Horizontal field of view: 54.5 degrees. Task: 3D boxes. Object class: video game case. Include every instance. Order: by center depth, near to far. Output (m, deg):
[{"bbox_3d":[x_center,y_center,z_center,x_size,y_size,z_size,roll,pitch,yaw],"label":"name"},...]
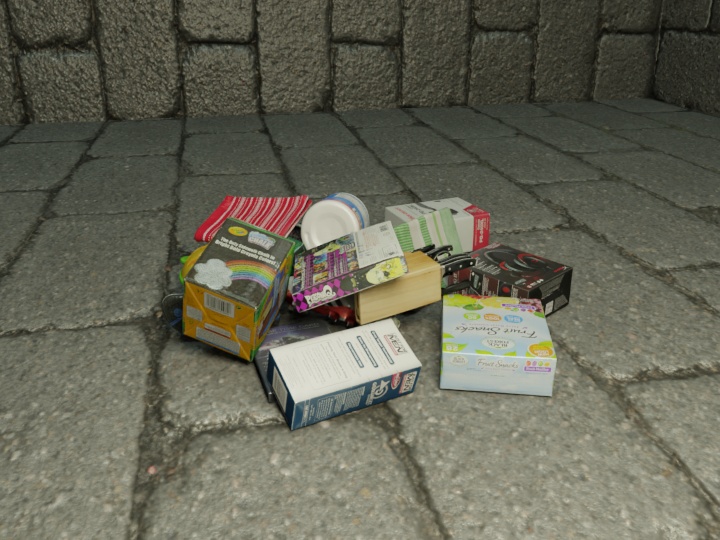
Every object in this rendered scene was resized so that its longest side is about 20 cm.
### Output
[{"bbox_3d":[-0.095,0.134,1.088,0.139,0.020,0.200,-7,23,-17],"label":"video game case"},{"bbox_3d":[-0.020,-0.012,1.112,0.177,0.037,0.201,-20,19,2],"label":"video game case"}]

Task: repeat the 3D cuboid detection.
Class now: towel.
[{"bbox_3d":[0.125,-0.023,1.303,0.197,0.156,0.023,-21,4,-40],"label":"towel"},{"bbox_3d":[-0.204,-0.098,1.319,0.195,0.023,0.146,3,39,26],"label":"towel"}]

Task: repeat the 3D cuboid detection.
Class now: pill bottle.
[{"bbox_3d":[-0.041,-0.086,1.322,0.109,0.116,0.200,3,11,7],"label":"pill bottle"}]

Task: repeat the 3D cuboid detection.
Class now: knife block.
[{"bbox_3d":[0.095,0.019,1.132,0.171,0.066,0.200,4,26,19],"label":"knife block"}]

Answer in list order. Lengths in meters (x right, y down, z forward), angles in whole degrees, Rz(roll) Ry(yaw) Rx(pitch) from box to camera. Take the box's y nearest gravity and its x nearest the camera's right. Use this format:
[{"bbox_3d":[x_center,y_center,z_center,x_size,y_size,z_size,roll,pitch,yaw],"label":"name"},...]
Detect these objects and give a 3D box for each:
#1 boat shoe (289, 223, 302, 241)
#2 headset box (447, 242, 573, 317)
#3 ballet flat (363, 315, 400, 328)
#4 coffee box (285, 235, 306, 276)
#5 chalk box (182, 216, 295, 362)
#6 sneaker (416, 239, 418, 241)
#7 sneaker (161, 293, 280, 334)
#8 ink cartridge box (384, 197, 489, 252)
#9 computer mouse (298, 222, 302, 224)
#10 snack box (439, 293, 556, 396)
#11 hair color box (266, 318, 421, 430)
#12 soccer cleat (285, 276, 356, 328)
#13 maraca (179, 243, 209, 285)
[{"bbox_3d":[-0.108,-0.060,1.398,0.197,0.074,0.068,24,-8,-30],"label":"boat shoe"},{"bbox_3d":[0.264,0.020,1.284,0.146,0.077,0.198,-19,30,-38],"label":"headset box"},{"bbox_3d":[0.037,0.072,1.199,0.062,0.068,0.201,26,21,-9],"label":"ballet flat"},{"bbox_3d":[-0.161,-0.019,1.319,0.198,0.125,0.044,24,55,42],"label":"coffee box"},{"bbox_3d":[-0.181,0.012,1.097,0.122,0.126,0.202,20,44,5],"label":"chalk box"},{"bbox_3d":[0.105,-0.026,1.337,0.195,0.083,0.074,15,23,-24],"label":"sneaker"},{"bbox_3d":[-0.235,0.067,1.180,0.194,0.078,0.077,6,24,-14],"label":"sneaker"},{"bbox_3d":[0.166,-0.094,1.547,0.195,0.086,0.145,-10,24,-22],"label":"ink cartridge box"},{"bbox_3d":[-0.122,-0.068,1.538,0.137,0.047,0.200,8,24,17],"label":"computer mouse"},{"bbox_3d":[0.206,0.109,1.082,0.163,0.070,0.201,3,24,5],"label":"snack box"},{"bbox_3d":[-0.023,0.142,0.980,0.195,0.062,0.101,-12,46,-26],"label":"hair color box"},{"bbox_3d":[-0.078,0.032,1.212,0.195,0.087,0.069,16,-17,23],"label":"soccer cleat"},{"bbox_3d":[-0.269,0.000,1.293,0.133,0.110,0.200,-4,22,-20],"label":"maraca"}]
